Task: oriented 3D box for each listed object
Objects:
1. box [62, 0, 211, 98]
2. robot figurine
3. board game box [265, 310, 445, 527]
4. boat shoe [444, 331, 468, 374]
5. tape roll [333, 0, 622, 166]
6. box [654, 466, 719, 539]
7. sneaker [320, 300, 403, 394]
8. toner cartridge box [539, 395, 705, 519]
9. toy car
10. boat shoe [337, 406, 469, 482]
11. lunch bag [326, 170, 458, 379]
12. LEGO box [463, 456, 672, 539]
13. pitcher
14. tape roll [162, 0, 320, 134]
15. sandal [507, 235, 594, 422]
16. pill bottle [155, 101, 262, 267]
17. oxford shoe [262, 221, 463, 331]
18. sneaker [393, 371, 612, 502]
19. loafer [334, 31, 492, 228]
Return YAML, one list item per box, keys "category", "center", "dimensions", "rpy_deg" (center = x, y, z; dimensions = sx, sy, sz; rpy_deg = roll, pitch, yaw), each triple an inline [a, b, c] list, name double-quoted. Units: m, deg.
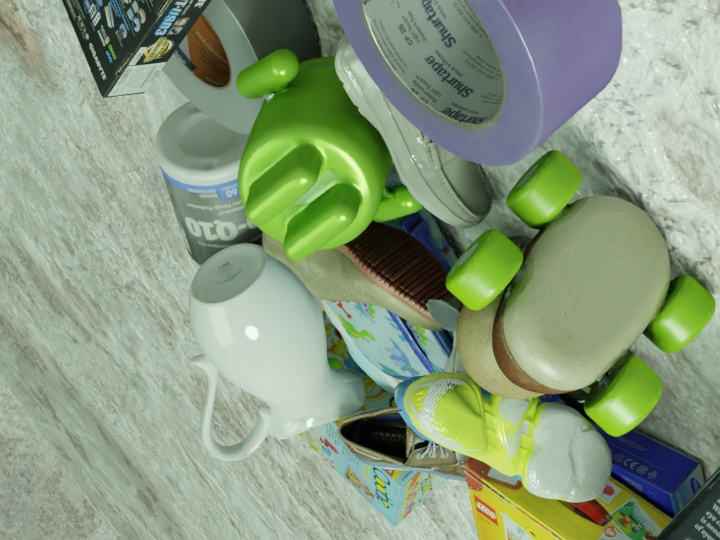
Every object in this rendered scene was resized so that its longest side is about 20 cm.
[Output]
- category: "box"
  center: [-0.193, -0.277, 1.305]
  dimensions: [0.198, 0.049, 0.201]
  rpy_deg: [-42, 67, 48]
- category: "robot figurine"
  center: [-0.032, -0.095, 1.278]
  dimensions: [0.175, 0.200, 0.116]
  rpy_deg: [42, 121, -17]
- category: "board game box"
  center: [0.004, 0.151, 1.676]
  dimensions: [0.200, 0.103, 0.105]
  rpy_deg: [42, 155, 20]
- category: "boat shoe"
  center: [0.107, 0.066, 1.339]
  dimensions: [0.070, 0.070, 0.201]
  rpy_deg: [-101, 16, -48]
- category: "tape roll"
  center: [0.075, -0.176, 1.076]
  dimensions: [0.200, 0.085, 0.200]
  rpy_deg: [40, 156, 22]
- category: "box"
  center: [0.275, 0.216, 1.155]
  dimensions: [0.117, 0.200, 0.197]
  rpy_deg: [43, 156, 14]
- category: "sneaker"
  center: [-0.001, 0.050, 1.571]
  dimensions: [0.082, 0.074, 0.201]
  rpy_deg: [-4, 122, 59]
- category: "toner cartridge box"
  center: [0.217, 0.173, 1.399]
  dimensions: [0.199, 0.043, 0.095]
  rpy_deg: [26, 149, 44]
- category: "toy car"
  center: [0.131, 0.035, 1.186]
  dimensions: [0.164, 0.158, 0.200]
  rpy_deg: [42, 154, -6]
- category: "boat shoe"
  center: [0.068, 0.164, 1.523]
  dimensions: [0.199, 0.073, 0.072]
  rpy_deg: [-7, 164, 29]
- category: "lunch bag"
  center: [0.027, 0.006, 1.446]
  dimensions: [0.160, 0.082, 0.201]
  rpy_deg: [0, 127, 56]
- category: "LEGO box"
  center: [0.193, 0.239, 1.388]
  dimensions: [0.200, 0.077, 0.149]
  rpy_deg: [34, 153, 34]
- category: "pitcher"
  center: [-0.106, 0.086, 1.545]
  dimensions: [0.121, 0.171, 0.201]
  rpy_deg: [49, 170, 52]
- category: "tape roll"
  center: [-0.125, -0.220, 1.396]
  dimensions: [0.200, 0.066, 0.201]
  rpy_deg: [41, 156, 23]
- category: "sandal"
  center: [0.160, 0.046, 1.282]
  dimensions: [0.079, 0.058, 0.201]
  rpy_deg: [-22, 124, 29]
- category: "pill bottle"
  center: [-0.128, -0.066, 1.574]
  dimensions: [0.114, 0.114, 0.201]
  rpy_deg: [34, 153, 32]
- category: "oxford shoe"
  center: [0.000, 0.000, 1.334]
  dimensions: [0.200, 0.070, 0.075]
  rpy_deg: [36, 128, 24]
- category: "sneaker"
  center: [0.113, 0.128, 1.310]
  dimensions: [0.199, 0.076, 0.105]
  rpy_deg: [29, 173, -27]
- category: "loafer"
  center: [0.055, -0.111, 1.230]
  dimensions: [0.069, 0.070, 0.200]
  rpy_deg: [-13, 132, 32]
